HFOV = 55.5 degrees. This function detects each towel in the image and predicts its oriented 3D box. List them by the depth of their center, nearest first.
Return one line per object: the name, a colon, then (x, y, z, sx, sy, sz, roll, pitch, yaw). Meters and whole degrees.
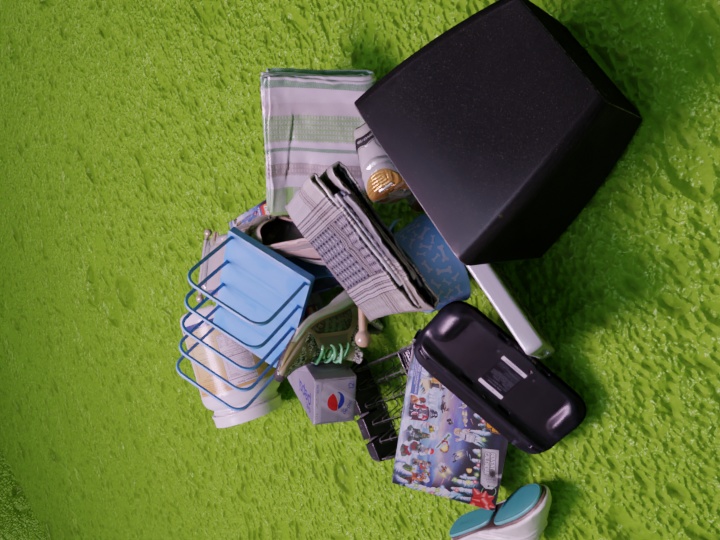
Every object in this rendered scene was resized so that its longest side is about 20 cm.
towel: (-0.010, -0.021, 0.795, 0.194, 0.034, 0.200, 55, 159, -5)
towel: (-0.055, -0.162, 0.901, 0.031, 0.146, 0.203, -97, 8, -56)

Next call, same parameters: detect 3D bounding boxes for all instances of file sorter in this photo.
file sorter: (-0.169, 0.075, 0.952, 0.138, 0.123, 0.202, 30, 132, 11)

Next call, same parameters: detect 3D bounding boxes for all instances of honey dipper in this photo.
honey dipper: (0.000, 0.000, 0.915, 0.038, 0.038, 0.204, -5, 83, 48)

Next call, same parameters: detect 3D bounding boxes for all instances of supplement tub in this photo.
supplement tub: (-0.219, 0.155, 1.186, 0.143, 0.143, 0.203, -17, 89, 48)

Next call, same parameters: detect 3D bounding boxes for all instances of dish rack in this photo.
dish rack: (0.060, 0.183, 0.959, 0.199, 0.054, 0.155, -30, 81, 46)

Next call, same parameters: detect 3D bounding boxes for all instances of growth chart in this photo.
growth chart: (-0.202, 0.000, 1.089, 0.198, 0.018, 0.147, -1, 78, 43)

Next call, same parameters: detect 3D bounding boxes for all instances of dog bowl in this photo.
dog bowl: (0.064, -0.004, 0.830, 0.113, 0.049, 0.200, 63, 167, -8)

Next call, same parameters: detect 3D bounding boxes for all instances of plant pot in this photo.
plant pot: (0.149, -0.143, 0.668, 0.177, 0.199, 0.201, -44, 68, 30)

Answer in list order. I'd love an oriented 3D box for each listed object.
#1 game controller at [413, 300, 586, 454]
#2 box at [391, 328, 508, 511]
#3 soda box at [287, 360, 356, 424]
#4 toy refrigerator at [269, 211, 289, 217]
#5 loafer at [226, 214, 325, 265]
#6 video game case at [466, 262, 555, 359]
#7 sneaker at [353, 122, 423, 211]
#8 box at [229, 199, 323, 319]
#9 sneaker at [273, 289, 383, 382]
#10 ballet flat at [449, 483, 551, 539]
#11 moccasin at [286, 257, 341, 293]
game controller: (0.155, 0.123, 0.772, 0.199, 0.042, 0.105, 40, 119, 2)
box: (0.119, 0.185, 0.848, 0.135, 0.040, 0.203, 11, 107, 13)
soda box: (-0.065, 0.153, 1.016, 0.200, 0.062, 0.069, -142, 52, -67)
toy refrigerator: (-0.065, -0.158, 0.982, 0.076, 0.070, 0.202, 34, 126, 27)
loafer: (-0.112, -0.051, 0.956, 0.197, 0.063, 0.073, 5, 64, 29)
video game case: (0.138, 0.005, 0.737, 0.023, 0.182, 0.202, -35, 72, 11)
sneaker: (0.061, -0.122, 0.767, 0.075, 0.199, 0.089, -27, 76, 24)
box: (-0.138, -0.006, 1.114, 0.136, 0.040, 0.203, -20, 86, 48)
sneaker: (-0.036, 0.098, 0.942, 0.088, 0.199, 0.077, 42, 141, 12)
ballet flat: (0.188, 0.322, 0.860, 0.070, 0.069, 0.200, 60, 140, 16)
moccasin: (-0.045, -0.013, 0.991, 0.197, 0.068, 0.082, -16, 74, 24)
